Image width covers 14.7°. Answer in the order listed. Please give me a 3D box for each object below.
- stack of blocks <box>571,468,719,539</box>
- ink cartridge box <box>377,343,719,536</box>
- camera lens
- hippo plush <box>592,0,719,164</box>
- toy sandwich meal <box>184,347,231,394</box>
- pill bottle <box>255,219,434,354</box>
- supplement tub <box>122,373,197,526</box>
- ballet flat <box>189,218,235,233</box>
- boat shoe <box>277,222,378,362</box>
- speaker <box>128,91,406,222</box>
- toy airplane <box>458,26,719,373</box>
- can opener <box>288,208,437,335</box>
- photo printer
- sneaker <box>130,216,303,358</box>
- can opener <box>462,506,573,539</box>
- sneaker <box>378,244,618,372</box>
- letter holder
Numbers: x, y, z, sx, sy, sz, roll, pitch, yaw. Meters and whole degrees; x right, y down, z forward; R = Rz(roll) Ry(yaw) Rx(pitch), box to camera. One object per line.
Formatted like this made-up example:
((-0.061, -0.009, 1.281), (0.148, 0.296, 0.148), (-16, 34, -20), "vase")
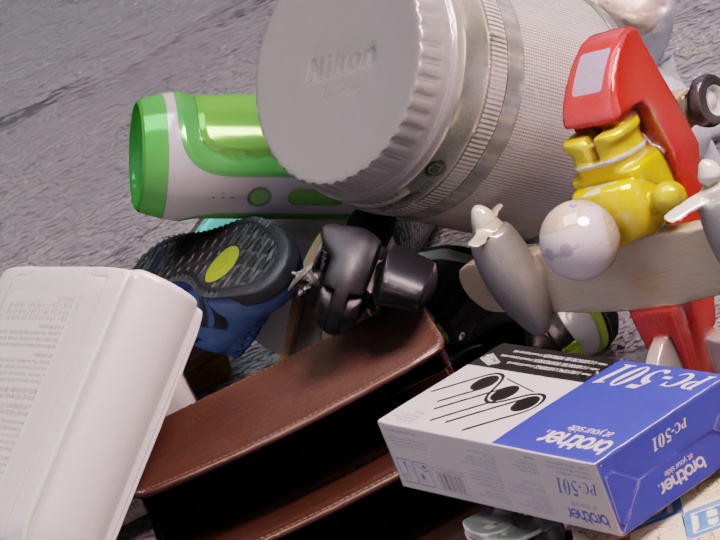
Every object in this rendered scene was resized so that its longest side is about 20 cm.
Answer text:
((0.208, 0.127, 1.372), (0.200, 0.059, 0.115), (-22, 21, 9), "stack of blocks")
((0.103, 0.084, 1.448), (0.094, 0.044, 0.200), (-30, 19, -26), "ink cartridge box")
((0.057, -0.105, 1.689), (0.200, 0.160, 0.160), (10, -8, -43), "camera lens")
((0.163, -0.081, 1.821), (0.159, 0.200, 0.161), (-22, 44, 7), "hippo plush")
((-0.188, 0.081, 1.931), (0.205, 0.070, 0.205), (-24, 27, 13), "toy sandwich meal")
((-0.015, -0.032, 1.926), (0.114, 0.114, 0.200), (-14, 23, 28), "pill bottle")
((-0.202, 0.108, 1.762), (0.200, 0.145, 0.145), (-27, 21, -3), "supplement tub")
((-0.066, -0.062, 2.061), (0.200, 0.068, 0.068), (-50, -17, -6), "ballet flat")
((-0.013, 0.056, 1.745), (0.070, 0.070, 0.200), (1, 54, 24), "boat shoe")
((-0.047, -0.073, 1.811), (0.199, 0.089, 0.088), (0, 17, -12), "speaker")
((0.153, -0.009, 1.571), (0.141, 0.200, 0.199), (-10, 46, -48), "toy airplane")
((0.000, 0.000, 1.660), (0.063, 0.078, 0.200), (-63, 4, 8), "can opener")
((-0.184, 0.097, 1.609), (0.166, 0.069, 0.200), (-1, 64, 54), "photo printer")
((-0.078, 0.016, 1.796), (0.066, 0.078, 0.200), (-55, 22, -22), "sneaker")
((0.142, 0.119, 1.493), (0.200, 0.067, 0.053), (-22, 15, -29), "can opener")
((0.069, 0.034, 1.735), (0.200, 0.072, 0.083), (-1, 34, 49), "sneaker")
((-0.023, 0.121, 1.594), (0.200, 0.101, 0.142), (-26, 23, -2), "letter holder")
